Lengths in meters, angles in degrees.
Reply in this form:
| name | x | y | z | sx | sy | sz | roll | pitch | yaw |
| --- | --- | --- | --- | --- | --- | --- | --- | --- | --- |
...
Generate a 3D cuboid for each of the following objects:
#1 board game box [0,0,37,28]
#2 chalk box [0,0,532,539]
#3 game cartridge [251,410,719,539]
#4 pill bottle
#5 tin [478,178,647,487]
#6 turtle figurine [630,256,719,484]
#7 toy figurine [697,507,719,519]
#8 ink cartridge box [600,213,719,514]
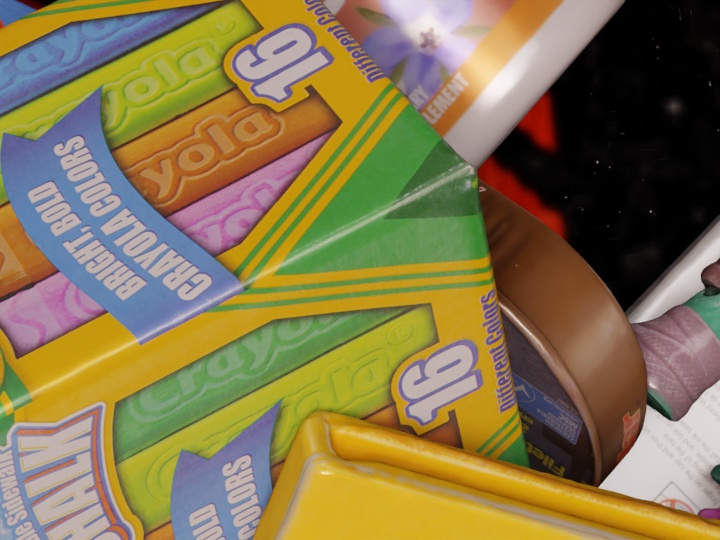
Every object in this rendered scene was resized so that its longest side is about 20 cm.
| name | x | y | z | sx | sy | sz | roll | pitch | yaw |
| --- | --- | --- | --- | --- | --- | --- | --- | --- | --- |
| board game box | -0.160 | -0.034 | 0.792 | 0.199 | 0.152 | 0.045 | 24 | 48 | -10 |
| chalk box | -0.076 | 0.027 | 0.665 | 0.199 | 0.125 | 0.124 | -29 | 48 | -12 |
| game cartridge | 0.032 | 0.144 | 0.675 | 0.175 | 0.032 | 0.201 | 17 | 115 | -15 |
| pill bottle | -0.021 | -0.116 | 0.842 | 0.200 | 0.112 | 0.112 | 42 | 82 | 1 |
| tin | 0.000 | 0.000 | 0.812 | 0.200 | 0.112 | 0.042 | 35 | 55 | 17 |
| turtle figurine | 0.169 | -0.018 | 0.818 | 0.150 | 0.101 | 0.200 | 43 | 86 | 1 |
| toy figurine | 0.140 | 0.116 | 0.756 | 0.183 | 0.150 | 0.201 | -5 | 97 | -10 |
| ink cartridge box | 0.142 | 0.100 | 0.867 | 0.174 | 0.044 | 0.200 | -44 | 89 | -7 |
